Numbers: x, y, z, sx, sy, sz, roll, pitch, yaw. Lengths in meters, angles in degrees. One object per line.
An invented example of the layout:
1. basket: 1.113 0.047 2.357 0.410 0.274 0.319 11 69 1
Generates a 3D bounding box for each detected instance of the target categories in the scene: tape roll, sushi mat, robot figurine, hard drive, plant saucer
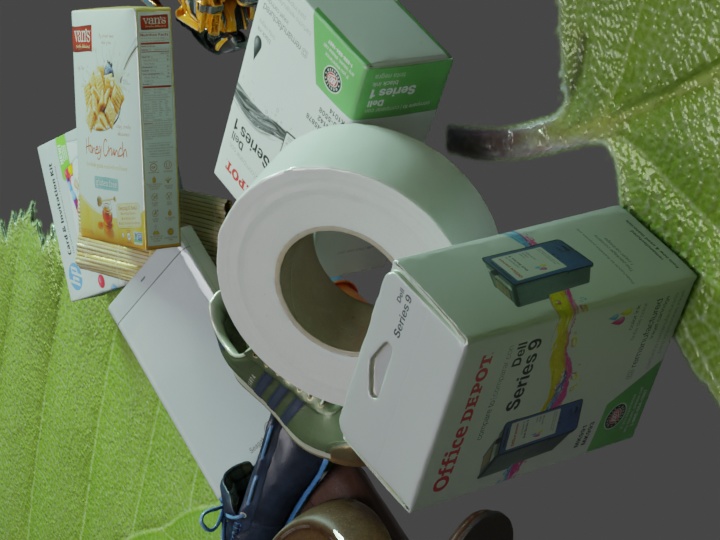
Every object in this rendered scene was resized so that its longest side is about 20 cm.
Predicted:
1. tape roll: 0.000 0.000 1.430 0.201 0.071 0.203 11 123 18
2. sushi mat: -0.183 -0.030 1.754 0.199 0.012 0.096 13 106 41
3. robot figurine: -0.149 -0.265 1.662 0.200 0.058 0.146 42 134 42
4. hard drive: -0.133 0.080 1.709 0.132 0.027 0.201 -45 72 42
5. plant saucer: -0.039 0.274 1.542 0.200 0.034 0.201 -27 56 50

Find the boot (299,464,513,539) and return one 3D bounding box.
1. boot: 0.027 0.199 1.552 0.200 0.064 0.187 55 130 43

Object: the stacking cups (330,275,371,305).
1. stacking cups: -0.038 0.021 1.583 0.200 0.060 0.061 43 132 41

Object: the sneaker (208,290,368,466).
1. sneaker: -0.053 0.076 1.541 0.200 0.067 0.090 32 157 45

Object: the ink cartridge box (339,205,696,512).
1. ink cartridge box: 0.099 0.054 1.273 0.088 0.199 0.146 47 135 37

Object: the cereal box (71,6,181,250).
1. cereal box: -0.201 -0.123 1.696 0.144 0.039 0.201 10 104 60

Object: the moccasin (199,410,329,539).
1. moccasin: -0.084 0.180 1.648 0.201 0.068 0.081 -59 8 29

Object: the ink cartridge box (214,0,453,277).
1. ink cartridge box: -0.025 -0.114 1.504 0.146 0.084 0.201 49 136 36

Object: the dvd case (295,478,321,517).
1. dvd case: -0.065 0.220 1.721 0.143 0.017 0.201 -47 62 50

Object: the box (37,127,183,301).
1. box: -0.227 -0.063 1.853 0.200 0.041 0.157 -14 88 57
